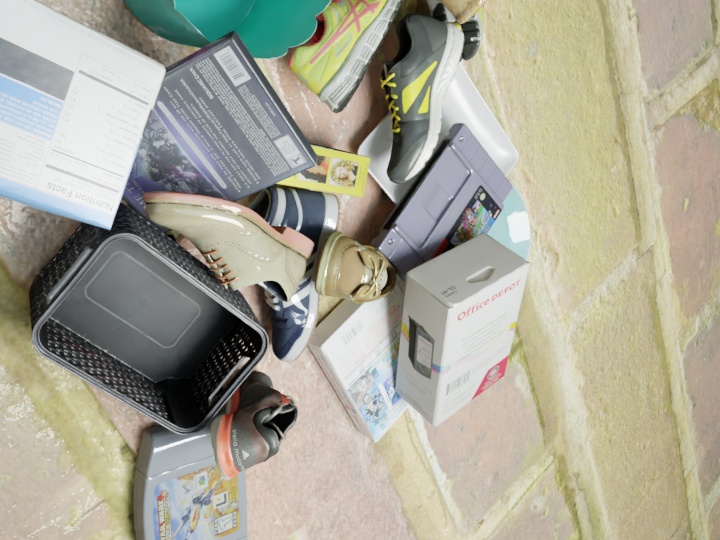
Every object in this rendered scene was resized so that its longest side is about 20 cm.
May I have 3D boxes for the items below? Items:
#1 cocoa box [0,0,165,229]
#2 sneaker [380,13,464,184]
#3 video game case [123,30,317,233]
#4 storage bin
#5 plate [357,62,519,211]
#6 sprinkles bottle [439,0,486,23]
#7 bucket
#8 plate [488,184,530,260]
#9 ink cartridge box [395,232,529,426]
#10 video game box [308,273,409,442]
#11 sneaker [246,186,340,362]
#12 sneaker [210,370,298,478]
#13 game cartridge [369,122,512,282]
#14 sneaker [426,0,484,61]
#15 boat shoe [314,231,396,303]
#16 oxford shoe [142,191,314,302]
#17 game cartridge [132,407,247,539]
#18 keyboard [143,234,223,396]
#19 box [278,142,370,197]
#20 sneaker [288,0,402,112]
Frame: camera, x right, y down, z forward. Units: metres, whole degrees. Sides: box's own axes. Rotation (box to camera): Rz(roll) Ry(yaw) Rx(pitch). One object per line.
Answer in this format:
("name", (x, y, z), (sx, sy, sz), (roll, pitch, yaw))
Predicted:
("cocoa box", (-0.268, -0.127, 0.597), (0.132, 0.198, 0.134), (20, 90, -41))
("sneaker", (0.055, -0.207, 0.907), (0.083, 0.074, 0.204), (16, 90, -21))
("video game case", (-0.159, -0.120, 0.717), (0.144, 0.197, 0.019), (54, 27, -35))
("storage bin", (-0.204, 0.048, 0.739), (0.136, 0.094, 0.199), (-49, 124, 1))
("plate", (0.102, -0.152, 1.000), (0.201, 0.032, 0.200), (-51, 120, -16))
("sprinkles bottle", (0.068, -0.375, 0.856), (0.200, 0.068, 0.069), (43, 73, -12))
("bucket", (-0.130, -0.304, 0.711), (0.204, 0.134, 0.212), (-13, 110, -37))
("plate", (0.167, -0.041, 1.091), (0.197, 0.025, 0.205), (-6, 101, -33))
("ink cartridge box", (0.126, 0.075, 0.966), (0.146, 0.085, 0.203), (-26, 135, -32))
("video game box", (0.040, 0.094, 1.018), (0.200, 0.046, 0.184), (-43, 123, -23))
("sneaker", (-0.097, 0.002, 0.864), (0.107, 0.070, 0.204), (10, 98, -36))
("sneaker", (-0.103, 0.162, 0.824), (0.080, 0.200, 0.079), (-11, 104, 4))
("game cartridge", (0.111, -0.070, 0.981), (0.129, 0.038, 0.202), (41, 77, -27))
("sneaker", (0.111, -0.367, 0.950), (0.090, 0.077, 0.204), (-41, 122, -60))
("boat shoe", (0.000, 0.000, 0.870), (0.200, 0.065, 0.076), (-4, 108, -76))
("oxford shoe", (-0.125, -0.022, 0.737), (0.198, 0.070, 0.075), (22, 78, -41))
("game cartridge", (-0.194, 0.268, 0.873), (0.132, 0.041, 0.205), (-13, 110, -42))
("keyboard", (-0.189, 0.058, 0.819), (0.103, 0.039, 0.204), (-29, 119, -31))
("box", (-0.087, -0.121, 0.837), (0.197, 0.075, 0.051), (3, 102, -42))
("sneaker", (-0.014, -0.278, 0.849), (0.089, 0.078, 0.202), (29, 62, -5))
